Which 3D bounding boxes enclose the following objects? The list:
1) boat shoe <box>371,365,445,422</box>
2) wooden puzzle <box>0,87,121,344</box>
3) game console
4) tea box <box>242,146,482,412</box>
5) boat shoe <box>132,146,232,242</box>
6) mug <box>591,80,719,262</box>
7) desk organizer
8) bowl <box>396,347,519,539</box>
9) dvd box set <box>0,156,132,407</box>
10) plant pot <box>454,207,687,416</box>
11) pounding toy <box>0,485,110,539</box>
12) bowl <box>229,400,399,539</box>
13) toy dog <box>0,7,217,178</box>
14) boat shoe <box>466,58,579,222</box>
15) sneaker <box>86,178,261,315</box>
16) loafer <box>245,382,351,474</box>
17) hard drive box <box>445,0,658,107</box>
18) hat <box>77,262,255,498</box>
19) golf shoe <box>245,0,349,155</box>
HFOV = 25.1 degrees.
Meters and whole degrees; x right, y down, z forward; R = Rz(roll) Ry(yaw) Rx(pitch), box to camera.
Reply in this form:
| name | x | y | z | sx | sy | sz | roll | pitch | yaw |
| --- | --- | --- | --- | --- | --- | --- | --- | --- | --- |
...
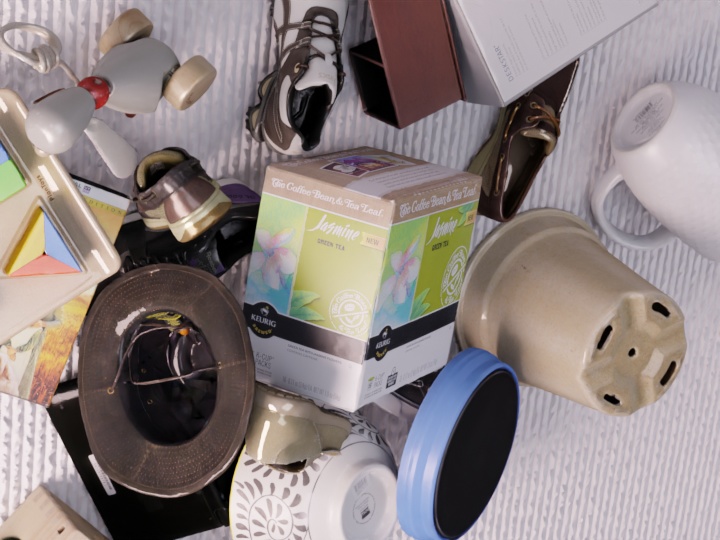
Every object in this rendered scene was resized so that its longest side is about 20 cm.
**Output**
| name | x | y | z | sx | sy | sz | roll | pitch | yaw |
| --- | --- | --- | --- | --- | --- | --- | --- | --- | --- |
| boat shoe | 0.059 | 0.118 | 1.651 | 0.200 | 0.072 | 0.068 | 26 | 93 | -39 |
| wooden puzzle | -0.325 | -0.024 | 1.340 | 0.200 | 0.046 | 0.185 | -32 | 109 | -5 |
| game console | -0.181 | 0.143 | 1.549 | 0.176 | 0.116 | 0.200 | -16 | 119 | 8 |
| tea box | 0.000 | 0.000 | 1.486 | 0.200 | 0.133 | 0.197 | -20 | 123 | -62 |
| boat shoe | -0.159 | -0.074 | 1.377 | 0.073 | 0.200 | 0.065 | -37 | 107 | -12 |
| mug | 0.335 | -0.098 | 1.708 | 0.175 | 0.148 | 0.200 | 34 | 119 | -28 |
| desk organizer | 0.029 | -0.238 | 1.494 | 0.077 | 0.072 | 0.200 | -28 | 122 | -22 |
| bowl | 0.102 | 0.178 | 1.617 | 0.201 | 0.039 | 0.201 | -41 | 141 | -45 |
| dvd box set | -0.300 | 0.004 | 1.396 | 0.146 | 0.029 | 0.200 | 21 | 96 | -20 |
| plant pot | 0.227 | 0.057 | 1.662 | 0.200 | 0.183 | 0.201 | -11 | 113 | -27 |
| pounding toy | -0.294 | 0.320 | 1.469 | 0.184 | 0.142 | 0.200 | -48 | 125 | -8 |
| bowl | -0.022 | 0.221 | 1.577 | 0.201 | 0.094 | 0.201 | -11 | 105 | -46 |
| toy dog | -0.216 | -0.140 | 1.355 | 0.200 | 0.132 | 0.096 | -16 | 150 | -42 |
| boat shoe | 0.174 | -0.139 | 1.624 | 0.072 | 0.072 | 0.200 | 30 | 90 | -36 |
| sneaker | -0.167 | -0.017 | 1.453 | 0.200 | 0.088 | 0.076 | -31 | 121 | -17 |
| loafer | -0.064 | 0.146 | 1.440 | 0.068 | 0.076 | 0.200 | -68 | 161 | -6 |
| hard drive box | 0.165 | -0.274 | 1.550 | 0.200 | 0.077 | 0.156 | -33 | 111 | -17 |
| hat | -0.154 | 0.096 | 1.406 | 0.081 | 0.200 | 0.201 | 15 | 101 | -63 |
| golf shoe | -0.039 | -0.199 | 1.461 | 0.078 | 0.094 | 0.200 | 4 | 104 | -31 |
